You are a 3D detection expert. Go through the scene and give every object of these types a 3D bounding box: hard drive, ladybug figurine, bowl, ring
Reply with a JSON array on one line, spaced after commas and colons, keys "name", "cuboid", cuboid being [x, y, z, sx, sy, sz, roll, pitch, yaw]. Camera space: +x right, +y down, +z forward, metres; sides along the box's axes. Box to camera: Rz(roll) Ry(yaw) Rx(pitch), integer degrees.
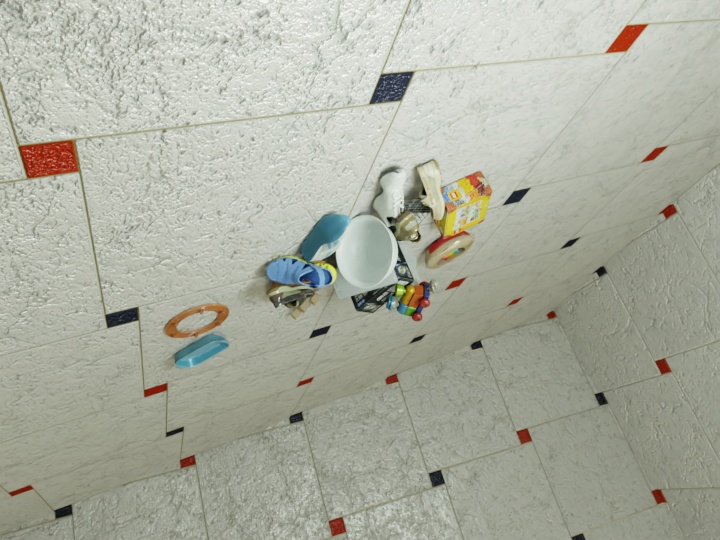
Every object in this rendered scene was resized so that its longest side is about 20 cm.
[{"name": "hard drive", "cuboid": [0.000, 0.000, 1.741, 0.198, 0.133, 0.026, -17, -169, 25]}, {"name": "ladybug figurine", "cuboid": [0.308, -0.081, 2.038, 0.199, 0.072, 0.135, -33, 157, 18]}, {"name": "bowl", "cuboid": [0.033, -0.051, 1.633, 0.201, 0.202, 0.090, -38, 158, 28]}, {"name": "ring", "cuboid": [-0.495, 0.160, 1.766, 0.199, 0.019, 0.201, -22, 158, -9]}]

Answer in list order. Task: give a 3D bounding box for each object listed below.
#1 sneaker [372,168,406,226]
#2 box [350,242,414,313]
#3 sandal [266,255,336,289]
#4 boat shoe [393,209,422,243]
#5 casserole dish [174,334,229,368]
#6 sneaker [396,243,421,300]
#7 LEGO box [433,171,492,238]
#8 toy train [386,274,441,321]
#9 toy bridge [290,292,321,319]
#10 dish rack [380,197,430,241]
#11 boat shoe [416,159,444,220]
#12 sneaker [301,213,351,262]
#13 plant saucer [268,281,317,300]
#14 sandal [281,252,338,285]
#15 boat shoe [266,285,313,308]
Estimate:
[{"name": "sneaker", "cuboid": [0.091, -0.194, 1.528, 0.074, 0.088, 0.201, -18, 156, -16]}, {"name": "box", "cuboid": [0.051, 0.013, 1.834, 0.086, 0.165, 0.200, 11, 140, -46]}, {"name": "sandal", "cuboid": [-0.168, 0.009, 1.619, 0.197, 0.080, 0.087, 4, -163, 2]}, {"name": "boat shoe", "cuboid": [0.138, -0.104, 1.613, 0.072, 0.076, 0.200, -42, 170, 3]}, {"name": "casserole dish", "cuboid": [-0.533, 0.267, 1.937, 0.199, 0.039, 0.121, -30, 158, 8]}, {"name": "sneaker", "cuboid": [0.128, 0.011, 1.888, 0.073, 0.202, 0.118, 20, 132, -29]}, {"name": "LEGO box", "cuboid": [0.310, -0.196, 1.775, 0.148, 0.078, 0.200, -23, 158, -6]}, {"name": "toy train", "cuboid": [0.155, 0.062, 1.738, 0.114, 0.085, 0.201, 12, 137, -9]}, {"name": "toy bridge", "cuboid": [-0.179, 0.111, 1.952, 0.067, 0.027, 0.200, -51, -172, -32]}, {"name": "dish rack", "cuboid": [0.125, -0.154, 1.703, 0.152, 0.055, 0.200, -8, 150, -41]}, {"name": "boat shoe", "cuboid": [0.189, -0.213, 1.587, 0.064, 0.073, 0.201, -17, 141, -2]}, {"name": "sneaker", "cuboid": [-0.083, -0.095, 1.588, 0.080, 0.077, 0.200, -13, 163, -44]}, {"name": "plant saucer", "cuboid": [-0.196, 0.039, 1.800, 0.198, 0.038, 0.201, -23, 158, -10]}, {"name": "sandal", "cuboid": [-0.150, -0.009, 1.682, 0.198, 0.083, 0.055, -14, -179, -10]}, {"name": "boat shoe", "cuboid": [-0.205, 0.082, 1.721, 0.073, 0.066, 0.199, -21, 169, 31]}]
